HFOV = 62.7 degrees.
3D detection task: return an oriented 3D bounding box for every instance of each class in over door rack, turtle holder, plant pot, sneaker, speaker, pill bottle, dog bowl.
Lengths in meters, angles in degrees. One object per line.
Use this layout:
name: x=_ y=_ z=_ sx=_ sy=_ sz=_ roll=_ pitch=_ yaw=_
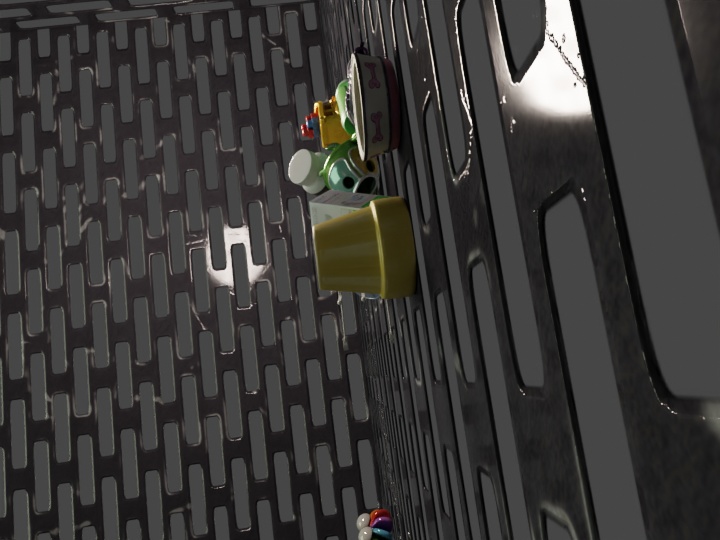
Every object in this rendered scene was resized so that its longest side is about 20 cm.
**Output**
over door rack: x=0.014 y=0.111 z=1.641 sx=0.067 sy=0.146 sz=0.202 roll=72 pitch=-170 yaw=-79
turtle holder: x=-0.006 y=-0.261 z=1.509 sx=0.141 sy=0.186 sz=0.132 roll=30 pitch=-164 yaw=-53
plant pot: x=0.003 y=-0.038 z=1.184 sx=0.201 sy=0.186 sz=0.203 roll=173 pitch=90 yaw=-87
sneaker: x=-0.001 y=-0.438 z=1.405 sx=0.088 sy=0.073 sz=0.202 roll=112 pitch=152 yaw=-72
speaker: x=-0.018 y=-0.437 z=1.573 sx=0.201 sy=0.087 sz=0.089 roll=-101 pitch=5 yaw=-49
pill bottle: x=-0.095 y=-0.258 z=1.635 sx=0.199 sy=0.116 sz=0.118 roll=15 pitch=-121 yaw=-45
dog bowl: x=0.029 y=-0.316 z=1.139 sx=0.200 sy=0.073 sz=0.203 roll=173 pitch=90 yaw=-87

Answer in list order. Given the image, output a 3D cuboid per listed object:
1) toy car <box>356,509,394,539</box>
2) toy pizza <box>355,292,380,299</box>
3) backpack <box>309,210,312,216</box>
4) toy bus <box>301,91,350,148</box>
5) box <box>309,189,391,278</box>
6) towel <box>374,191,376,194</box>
toy car: x=0.087 y=1.152 z=2.633 sx=0.151 sy=0.174 sz=0.200 roll=-59 pitch=12 yaw=11
toy pizza: x=0.000 y=0.000 z=1.761 sx=0.199 sy=0.032 sz=0.201 roll=31 pitch=145 yaw=25
backpack: x=-0.039 y=-0.126 z=1.868 sx=0.162 sy=0.167 sz=0.202 roll=-28 pitch=67 yaw=38
toy bus: x=-0.090 y=-0.469 z=1.827 sx=0.201 sy=0.190 sz=0.137 roll=-99 pitch=2 yaw=-46
box: x=-0.017 y=-0.071 z=1.376 sx=0.097 sy=0.175 sz=0.202 roll=-38 pitch=-50 yaw=-49
towel: x=-0.018 y=-0.151 z=1.716 sx=0.199 sy=0.036 sz=0.150 roll=-9 pitch=80 yaw=48
